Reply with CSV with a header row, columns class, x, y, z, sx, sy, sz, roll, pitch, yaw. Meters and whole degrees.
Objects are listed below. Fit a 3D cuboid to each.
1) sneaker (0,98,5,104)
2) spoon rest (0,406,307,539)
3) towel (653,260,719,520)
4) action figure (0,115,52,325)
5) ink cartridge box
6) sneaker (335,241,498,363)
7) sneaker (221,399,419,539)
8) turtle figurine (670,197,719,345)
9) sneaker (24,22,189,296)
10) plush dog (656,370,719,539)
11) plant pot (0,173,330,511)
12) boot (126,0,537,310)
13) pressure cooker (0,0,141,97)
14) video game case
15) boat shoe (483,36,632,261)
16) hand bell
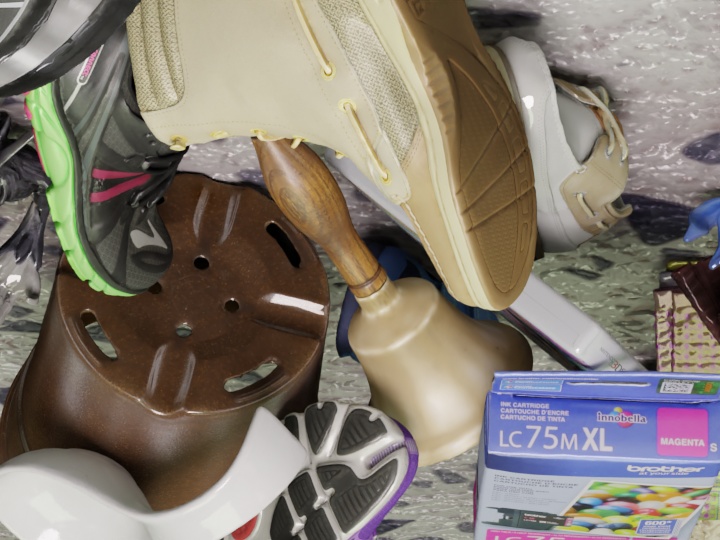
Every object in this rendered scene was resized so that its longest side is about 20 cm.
class,x,y,z,sx,sy,sz,roll,pitch,yaw
sneaker,-0.208,-0.090,1.084,0.074,0.079,0.200,9,134,-19
spoon rest,-0.121,0.123,1.205,0.200,0.061,0.099,-19,126,38
towel,0.251,0.074,1.376,0.143,0.023,0.200,-1,128,8
action figure,-0.219,-0.025,1.228,0.119,0.102,0.200,23,154,-13
ink cartridge box,0.121,0.102,1.179,0.119,0.042,0.200,2,155,1
sneaker,0.043,0.038,1.350,0.082,0.074,0.200,17,171,23
sneaker,-0.019,0.134,1.251,0.083,0.081,0.200,-4,151,-33
turtle figurine,0.259,0.048,1.181,0.200,0.194,0.144,4,177,7
sneaker,-0.115,-0.058,1.127,0.084,0.077,0.200,-7,141,1
plush dog,0.225,0.132,1.500,0.200,0.161,0.172,-10,127,27
plant pot,-0.104,0.058,1.309,0.200,0.201,0.198,7,149,-8
boot,-0.015,-0.066,1.034,0.155,0.073,0.200,-10,114,34
pressure cooker,-0.176,-0.168,0.791,0.200,0.176,0.178,27,172,-42
video game case,0.087,0.016,1.217,0.200,0.024,0.182,40,180,36
boat shoe,0.096,-0.065,1.129,0.068,0.075,0.200,-15,161,2
hand bell,0.000,0.000,1.196,0.104,0.104,0.200,-12,129,33
